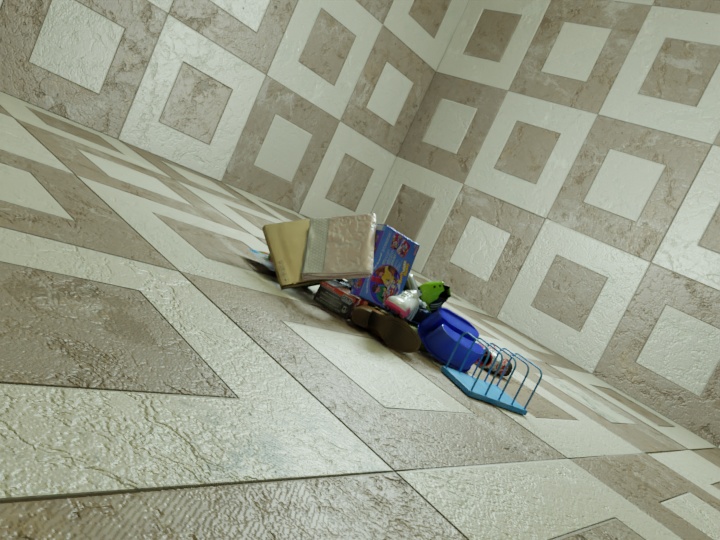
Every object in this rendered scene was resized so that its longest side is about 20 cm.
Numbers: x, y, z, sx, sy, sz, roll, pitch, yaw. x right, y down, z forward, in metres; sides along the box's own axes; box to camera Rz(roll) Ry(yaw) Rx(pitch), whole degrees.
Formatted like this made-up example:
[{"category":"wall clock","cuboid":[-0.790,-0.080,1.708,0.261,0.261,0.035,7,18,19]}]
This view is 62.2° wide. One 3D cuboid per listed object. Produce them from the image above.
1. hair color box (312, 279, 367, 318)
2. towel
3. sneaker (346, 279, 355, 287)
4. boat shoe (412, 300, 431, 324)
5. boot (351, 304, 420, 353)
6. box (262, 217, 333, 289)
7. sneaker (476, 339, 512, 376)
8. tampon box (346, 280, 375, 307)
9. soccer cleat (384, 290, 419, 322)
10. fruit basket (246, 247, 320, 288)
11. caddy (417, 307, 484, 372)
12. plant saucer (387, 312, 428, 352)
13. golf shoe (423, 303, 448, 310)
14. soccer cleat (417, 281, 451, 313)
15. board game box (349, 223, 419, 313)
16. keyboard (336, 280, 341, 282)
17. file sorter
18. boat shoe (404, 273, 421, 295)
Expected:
[{"category":"hair color box","cuboid":[-0.047,0.075,1.668,0.110,0.065,0.200,28,8,11]},{"category":"towel","cuboid":[-0.055,-0.066,1.567,0.187,0.203,0.032,-2,-36,10]},{"category":"sneaker","cuboid":[0.000,0.000,1.656,0.200,0.090,0.078,43,14,-7]},{"category":"boat shoe","cuboid":[0.154,0.109,1.731,0.198,0.070,0.084,22,8,-35]},{"category":"boot","cuboid":[0.068,0.149,1.569,0.197,0.078,0.155,20,2,7]},{"category":"box","cuboid":[-0.161,-0.050,1.601,0.161,0.021,0.202,-10,58,-21]},{"category":"sneaker","cuboid":[0.388,0.260,1.901,0.107,0.068,0.201,25,9,-32]},{"category":"tampon box","cuboid":[0.052,0.017,1.855,0.125,0.203,0.149,23,6,24]},{"category":"soccer cleat","cuboid":[0.112,0.080,1.536,0.069,0.087,0.200,32,-5,15]},{"category":"fruit basket","cuboid":[-0.202,-0.024,1.697,0.198,0.095,0.185,18,10,-36]},{"category":"caddy","cuboid":[0.246,0.198,1.647,0.198,0.105,0.142,30,31,-24]},{"category":"plant saucer","cuboid":[0.135,0.166,1.729,0.198,0.048,0.199,22,8,-36]},{"category":"golf shoe","cuboid":[0.254,0.167,1.825,0.200,0.092,0.073,46,-8,-9]},{"category":"soccer cleat","cuboid":[0.214,0.074,1.642,0.080,0.069,0.200,-12,-17,13]},{"category":"board game box","cuboid":[0.068,-0.004,1.604,0.133,0.203,0.044,28,-10,-34]},{"category":"keyboard","cuboid":[-0.095,-0.020,1.682,0.198,0.021,0.128,26,29,-34]},{"category":"file sorter","cuboid":[0.333,0.254,1.500,0.198,0.124,0.139,22,7,-27]},{"category":"boat shoe","cuboid":[0.184,0.093,1.883,0.075,0.068,0.203,40,-28,62]}]
